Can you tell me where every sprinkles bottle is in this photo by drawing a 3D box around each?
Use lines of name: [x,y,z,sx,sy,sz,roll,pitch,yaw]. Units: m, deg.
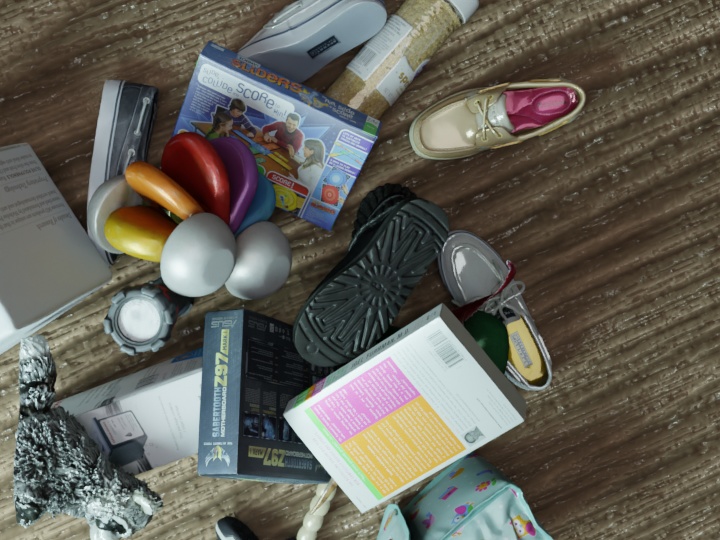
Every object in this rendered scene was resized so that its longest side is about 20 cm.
sprinkles bottle: [0.040,-0.236,1.156,0.068,0.068,0.200,41,90,-5]

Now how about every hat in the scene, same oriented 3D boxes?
hat: [0.127,0.046,1.094,0.165,0.200,0.177,22,108,-28]

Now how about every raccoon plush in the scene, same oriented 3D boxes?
raccoon plush: [-0.253,0.162,1.003,0.133,0.097,0.202,0,96,-12]

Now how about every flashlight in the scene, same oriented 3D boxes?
flashlight: [-0.211,0.039,1.087,0.067,0.200,0.068,17,93,-5]

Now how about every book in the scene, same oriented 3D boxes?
book: [0.040,0.134,1.028,0.199,0.048,0.134,-33,106,26]

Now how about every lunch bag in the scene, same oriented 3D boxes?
lunch bag: [0.090,0.302,1.137,0.199,0.170,0.122,-36,96,-4]

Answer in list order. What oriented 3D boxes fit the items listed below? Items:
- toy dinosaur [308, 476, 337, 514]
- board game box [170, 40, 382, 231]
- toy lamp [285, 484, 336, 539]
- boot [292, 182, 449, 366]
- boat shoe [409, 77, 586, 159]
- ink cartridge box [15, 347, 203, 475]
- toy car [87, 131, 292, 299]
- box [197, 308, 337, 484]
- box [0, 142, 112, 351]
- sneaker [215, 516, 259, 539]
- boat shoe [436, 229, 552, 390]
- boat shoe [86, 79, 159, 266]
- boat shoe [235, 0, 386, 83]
toy dinosaur: [0.023,0.169,1.132,0.199,0.060,0.107,-26,107,-35]
board game box: [-0.094,-0.139,1.132,0.199,0.035,0.136,25,127,-6]
toy lamp: [-0.031,0.232,1.184,0.058,0.058,0.201,22,94,-5]
boot: [0.002,0.001,1.123,0.211,0.158,0.079,-46,106,-3]
boat shoe: [0.151,-0.171,1.166,0.199,0.069,0.074,-17,94,-3]
ink cartridge box: [-0.238,0.158,1.119,0.199,0.146,0.086,-21,97,-2]
toy car: [-0.161,-0.064,1.076,0.174,0.199,0.151,26,101,33]
box: [-0.089,0.134,1.089,0.051,0.200,0.159,-7,76,26]
box: [-0.398,0.006,1.050,0.198,0.200,0.172,-30,96,19]
sneaker: [-0.122,0.372,1.177,0.082,0.072,0.201,-28,95,-1]
boat shoe: [0.151,0.047,1.170,0.074,0.086,0.203,-28,95,-2]
boat shoe: [-0.250,-0.102,1.146,0.067,0.072,0.202,6,86,-3]
boat shoe: [-0.067,-0.253,1.153,0.199,0.074,0.066,-23,56,9]
